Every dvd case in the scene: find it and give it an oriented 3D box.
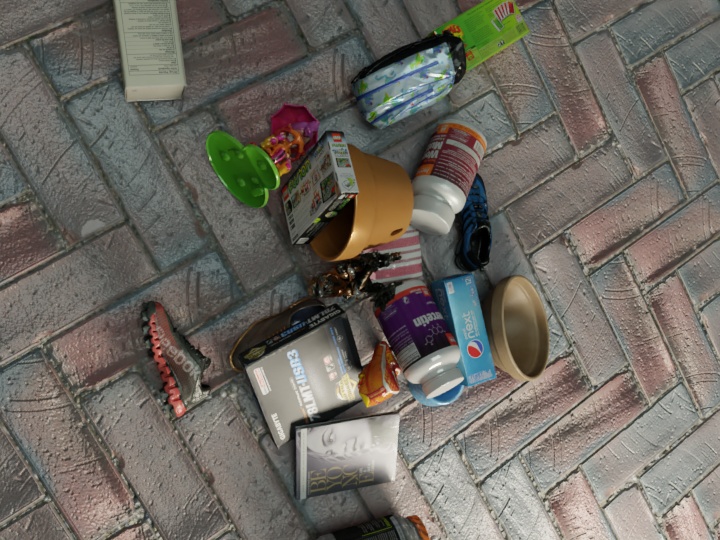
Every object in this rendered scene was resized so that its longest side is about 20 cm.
[{"bbox_3d":[-0.024,0.340,1.223,0.197,0.016,0.151,-4,111,-18],"label":"dvd case"}]

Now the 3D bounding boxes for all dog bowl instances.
[{"bbox_3d":[0.161,0.168,1.299,0.110,0.050,0.203,14,83,-18],"label":"dog bowl"}]

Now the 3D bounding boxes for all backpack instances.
[{"bbox_3d":[0.082,-0.351,1.236,0.198,0.163,0.156,-13,107,-12],"label":"backpack"}]

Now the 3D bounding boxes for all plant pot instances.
[{"bbox_3d":[0.000,-0.120,1.158,0.139,0.199,0.203,-4,90,-30],"label":"plant pot"},{"bbox_3d":[0.287,0.115,1.302,0.200,0.092,0.204,16,68,-47],"label":"plant pot"}]

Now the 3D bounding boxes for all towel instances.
[{"bbox_3d":[0.043,-0.074,1.280,0.145,0.030,0.203,-8,94,-18],"label":"towel"}]

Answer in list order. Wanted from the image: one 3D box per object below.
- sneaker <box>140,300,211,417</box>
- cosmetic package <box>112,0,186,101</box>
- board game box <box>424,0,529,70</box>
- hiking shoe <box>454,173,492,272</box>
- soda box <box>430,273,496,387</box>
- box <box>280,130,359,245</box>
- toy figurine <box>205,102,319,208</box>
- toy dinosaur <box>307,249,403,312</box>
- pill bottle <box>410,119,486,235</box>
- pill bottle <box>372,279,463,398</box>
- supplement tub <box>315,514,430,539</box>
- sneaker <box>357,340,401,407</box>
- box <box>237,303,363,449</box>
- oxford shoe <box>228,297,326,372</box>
[{"bbox_3d":[-0.310,0.142,1.129,0.097,0.071,0.203,-18,96,-18],"label":"sneaker"},{"bbox_3d":[-0.359,-0.397,1.119,0.102,0.087,0.203,-6,89,-20],"label":"cosmetic package"},{"bbox_3d":[0.237,-0.476,1.344,0.199,0.048,0.102,-35,99,-17],"label":"board game box"},{"bbox_3d":[0.233,-0.098,1.311,0.073,0.087,0.203,-2,89,-18],"label":"hiking shoe"},{"bbox_3d":[0.193,0.110,1.249,0.063,0.068,0.203,-14,93,-18],"label":"soda box"},{"bbox_3d":[-0.073,-0.133,1.111,0.034,0.200,0.111,-4,71,-31],"label":"box"},{"bbox_3d":[-0.140,-0.223,1.151,0.184,0.199,0.151,-43,116,-27],"label":"toy figurine"},{"bbox_3d":[0.000,0.000,1.192,0.200,0.135,0.103,-47,125,-27],"label":"toy dinosaur"},{"bbox_3d":[0.160,-0.176,1.264,0.109,0.109,0.202,29,71,-16],"label":"pill bottle"},{"bbox_3d":[0.109,0.125,1.215,0.111,0.113,0.201,-21,69,-18],"label":"pill bottle"},{"bbox_3d":[0.024,0.519,1.204,0.198,0.122,0.124,-10,92,-18],"label":"supplement tub"},{"bbox_3d":[0.028,0.179,1.188,0.077,0.200,0.074,-28,94,11],"label":"sneaker"},{"bbox_3d":[-0.094,0.187,1.172,0.197,0.050,0.202,-27,123,-20],"label":"box"},{"bbox_3d":[-0.147,0.111,1.183,0.199,0.073,0.072,-37,99,-16],"label":"oxford shoe"}]
